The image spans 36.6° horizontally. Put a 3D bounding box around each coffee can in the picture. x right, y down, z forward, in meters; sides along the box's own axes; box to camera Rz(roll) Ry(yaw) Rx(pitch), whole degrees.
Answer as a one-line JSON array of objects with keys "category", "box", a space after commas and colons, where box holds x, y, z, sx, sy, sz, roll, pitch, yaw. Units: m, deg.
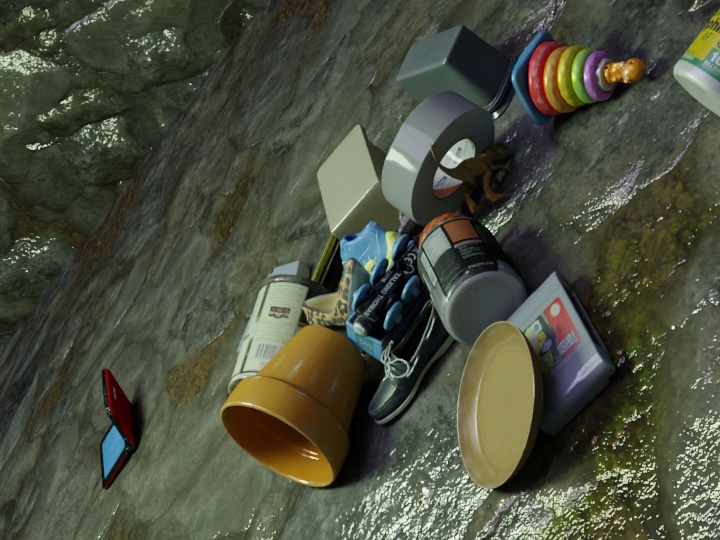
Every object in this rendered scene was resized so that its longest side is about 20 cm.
[{"category": "coffee can", "box": [-0.129, 0.131, 1.843, 0.145, 0.145, 0.203, -26, 39, 47]}]

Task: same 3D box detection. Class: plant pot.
[{"category": "plant pot", "box": [0.173, 0.165, 1.333, 0.200, 0.027, 0.204, -170, 90, -71]}, {"category": "plant pot", "box": [-0.083, 0.193, 1.655, 0.199, 0.200, 0.185, -18, 33, 52]}]

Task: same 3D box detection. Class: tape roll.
[{"category": "tape roll", "box": [0.121, -0.171, 1.680, 0.066, 0.200, 0.202, 35, 92, 29]}]

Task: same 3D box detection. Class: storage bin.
[{"category": "storage bin", "box": [0.156, -0.327, 1.870, 0.199, 0.133, 0.147, -6, 55, 60]}]

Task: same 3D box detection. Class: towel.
[{"category": "towel", "box": [-0.065, -0.007, 2.002, 0.086, 0.018, 0.203, 92, -160, -71]}]

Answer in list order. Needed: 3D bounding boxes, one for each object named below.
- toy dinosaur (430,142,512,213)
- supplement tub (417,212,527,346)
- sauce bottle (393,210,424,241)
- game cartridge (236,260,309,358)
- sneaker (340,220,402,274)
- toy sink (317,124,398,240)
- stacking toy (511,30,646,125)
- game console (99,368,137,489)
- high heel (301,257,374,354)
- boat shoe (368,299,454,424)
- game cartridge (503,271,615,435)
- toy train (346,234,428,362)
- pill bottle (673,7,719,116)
[{"category": "toy dinosaur", "box": [0.165, -0.146, 1.654, 0.060, 0.108, 0.199, -28, -5, 41]}, {"category": "supplement tub", "box": [0.149, 0.006, 1.516, 0.123, 0.122, 0.201, -49, 26, 16]}, {"category": "sauce bottle", "box": [0.103, -0.113, 1.806, 0.066, 0.065, 0.203, 9, 71, 62]}, {"category": "game cartridge", "box": [-0.166, 0.081, 2.098, 0.132, 0.041, 0.203, -10, 52, 52]}, {"category": "sneaker", "box": [0.000, 0.000, 1.779, 0.201, 0.105, 0.076, -53, -10, 29]}, {"category": "toy sink", "box": [0.013, -0.140, 1.941, 0.131, 0.111, 0.201, -46, 32, 21]}, {"category": "stacking toy", "box": [0.328, -0.281, 1.568, 0.198, 0.110, 0.117, 4, 52, 49]}, {"category": "game console", "box": [-0.569, 0.349, 2.428, 0.117, 0.174, 0.200, -28, 27, -3]}, {"category": "high heel", "box": [-0.048, 0.035, 1.713, 0.141, 0.202, 0.071, 29, 53, 28]}, {"category": "boat shoe", "box": [0.067, 0.133, 1.587, 0.201, 0.061, 0.075, -52, 27, 12]}, {"category": "game cartridge", "box": [0.233, 0.103, 1.351, 0.134, 0.040, 0.201, -52, 27, 21]}, {"category": "toy train", "box": [0.054, 0.036, 1.654, 0.201, 0.086, 0.115, -51, -22, -27]}, {"category": "pill bottle", "box": [0.471, -0.281, 1.276, 0.201, 0.112, 0.113, -52, 26, 10]}]
